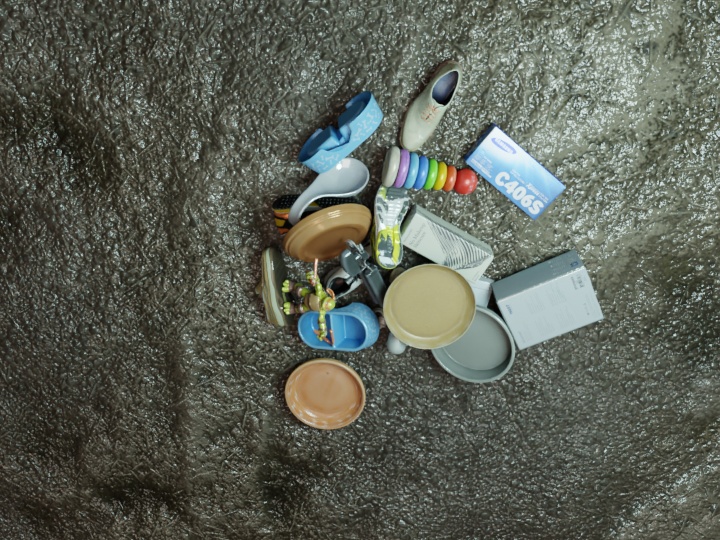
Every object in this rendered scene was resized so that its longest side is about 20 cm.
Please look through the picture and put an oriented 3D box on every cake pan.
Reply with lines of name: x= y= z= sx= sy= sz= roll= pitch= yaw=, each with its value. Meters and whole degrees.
cake pan: x=0.253 y=0.160 z=1.432 sx=0.199 sy=0.037 sz=0.201 roll=12 pitch=120 yaw=22

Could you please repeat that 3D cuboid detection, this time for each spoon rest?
spoon rest: x=-0.068 y=-0.166 z=1.321 sx=0.200 sy=0.061 sz=0.099 roll=-42 pitch=65 yaw=-14

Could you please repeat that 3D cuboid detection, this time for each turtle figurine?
turtle figurine: x=-0.107 y=0.058 z=1.403 sx=0.161 sy=0.064 sz=0.201 roll=9 pitch=118 yaw=46

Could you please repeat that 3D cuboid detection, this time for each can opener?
can opener: x=0.009 y=0.011 z=1.366 sx=0.066 sy=0.053 sz=0.200 roll=-42 pitch=130 yaw=-11

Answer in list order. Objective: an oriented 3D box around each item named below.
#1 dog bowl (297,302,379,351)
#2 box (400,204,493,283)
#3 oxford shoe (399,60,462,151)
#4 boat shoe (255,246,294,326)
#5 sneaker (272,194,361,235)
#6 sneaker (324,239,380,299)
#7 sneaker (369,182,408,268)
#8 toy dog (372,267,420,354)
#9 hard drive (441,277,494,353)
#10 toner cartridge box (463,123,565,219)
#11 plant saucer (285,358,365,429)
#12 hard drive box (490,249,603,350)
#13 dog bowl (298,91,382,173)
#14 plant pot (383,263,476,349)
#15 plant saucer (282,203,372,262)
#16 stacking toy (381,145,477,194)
dog bowl: x=-0.057 y=0.133 z=1.468 sx=0.199 sy=0.050 sz=0.112 roll=2 pitch=106 yaw=23
box: x=0.186 y=-0.058 z=1.387 sx=0.199 sy=0.068 sz=0.082 roll=27 pitch=113 yaw=-8
oxford shoe: x=0.137 y=-0.326 z=1.272 sx=0.070 sy=0.074 sz=0.201 roll=25 pitch=113 yaw=-7
boat shoe: x=-0.211 y=0.041 z=1.467 sx=0.076 sy=0.072 sz=0.201 roll=2 pitch=113 yaw=21
sneaker: x=-0.091 y=-0.116 z=1.393 sx=0.199 sy=0.070 sz=0.090 roll=1 pitch=127 yaw=5
sneaker: x=0.000 y=0.000 z=1.423 sx=0.200 sy=0.080 sz=0.074 roll=-39 pitch=103 yaw=17
sneaker: x=0.050 y=-0.098 z=1.356 sx=0.074 sy=0.085 sz=0.201 roll=12 pitch=76 yaw=-17
toy dog: x=0.114 y=0.084 z=1.445 sx=0.096 sy=0.132 sz=0.201 roll=1 pitch=126 yaw=-38
hard drive: x=0.219 y=0.101 z=1.477 sx=0.131 sy=0.027 sz=0.201 roll=13 pitch=114 yaw=-1
toner cartridge box: x=0.322 y=-0.206 z=1.326 sx=0.200 sy=0.043 sz=0.095 roll=37 pitch=110 yaw=-11
plant saucer: x=-0.086 y=0.302 z=1.575 sx=0.199 sy=0.037 sz=0.201 roll=2 pitch=113 yaw=4
hard drive box: x=0.413 y=0.068 z=1.406 sx=0.199 sy=0.077 sz=0.156 roll=-23 pitch=120 yaw=13
dog bowl: x=-0.038 y=-0.275 z=1.286 sx=0.200 sy=0.112 sz=0.050 roll=-38 pitch=120 yaw=18
plant pot: x=0.148 y=0.075 z=1.366 sx=0.199 sy=0.028 sz=0.201 roll=0 pitch=112 yaw=1
plant saucer: x=-0.065 y=-0.072 z=1.343 sx=0.199 sy=0.200 sz=0.038 roll=-29 pitch=69 yaw=16
stacking toy: x=0.148 y=-0.198 z=1.322 sx=0.199 sy=0.085 sz=0.086 roll=11 pitch=114 yaw=-9
